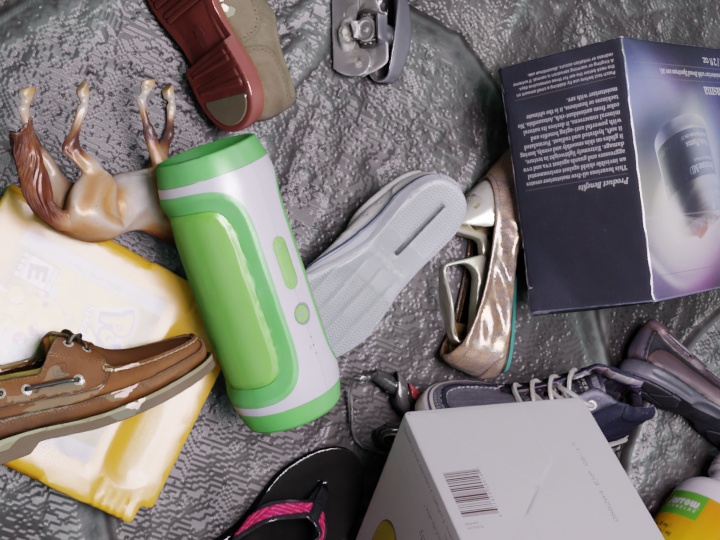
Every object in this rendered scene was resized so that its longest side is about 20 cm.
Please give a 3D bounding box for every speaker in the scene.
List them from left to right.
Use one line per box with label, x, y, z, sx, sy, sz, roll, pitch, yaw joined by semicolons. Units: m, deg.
speaker;-0.078;0.010;0.830;0.088;0.088;0.201;-23;105;-23

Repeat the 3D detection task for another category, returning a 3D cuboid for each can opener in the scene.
can opener;0.007;-0.252;0.951;0.067;0.053;0.202;5;83;-55

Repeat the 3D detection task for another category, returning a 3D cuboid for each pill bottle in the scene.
pill bottle;0.295;0.249;0.999;0.111;0.111;0.200;45;71;-14

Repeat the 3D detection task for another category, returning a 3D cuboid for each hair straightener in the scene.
hair straightener;0.064;0.150;0.943;0.200;0.041;0.077;38;73;-18

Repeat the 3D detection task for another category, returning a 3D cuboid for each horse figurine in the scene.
horse figurine;-0.172;-0.067;0.831;0.199;0.050;0.134;-12;95;-53

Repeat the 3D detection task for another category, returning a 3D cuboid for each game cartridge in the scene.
game cartridge;-0.205;0.063;0.840;0.199;0.032;0.177;29;76;-18

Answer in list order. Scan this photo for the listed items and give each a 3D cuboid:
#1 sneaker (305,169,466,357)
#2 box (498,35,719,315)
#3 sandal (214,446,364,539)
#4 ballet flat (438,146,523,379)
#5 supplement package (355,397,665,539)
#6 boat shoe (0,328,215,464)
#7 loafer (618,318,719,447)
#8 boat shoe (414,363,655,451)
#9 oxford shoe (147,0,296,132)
sneaker;0.000;0.000;0.915;0.200;0.071;0.073;-40;107;1
box;0.227;-0.075;0.953;0.199;0.123;0.200;-8;91;-47
sandal;-0.070;0.210;0.880;0.200;0.045;0.075;-37;101;-21
ballet flat;0.100;-0.013;0.959;0.067;0.068;0.202;9;81;-15
supplement package;0.095;0.219;0.843;0.150;0.201;0.152;-2;42;-23
boat shoe;-0.196;0.074;0.789;0.199;0.072;0.068;-21;97;-24
loafer;0.321;0.113;1.044;0.199;0.072;0.063;31;71;-15
boat shoe;0.144;0.106;0.935;0.199;0.093;0.075;11;44;-34
oxford shoe;-0.110;-0.205;0.891;0.075;0.070;0.201;-23;95;-49
